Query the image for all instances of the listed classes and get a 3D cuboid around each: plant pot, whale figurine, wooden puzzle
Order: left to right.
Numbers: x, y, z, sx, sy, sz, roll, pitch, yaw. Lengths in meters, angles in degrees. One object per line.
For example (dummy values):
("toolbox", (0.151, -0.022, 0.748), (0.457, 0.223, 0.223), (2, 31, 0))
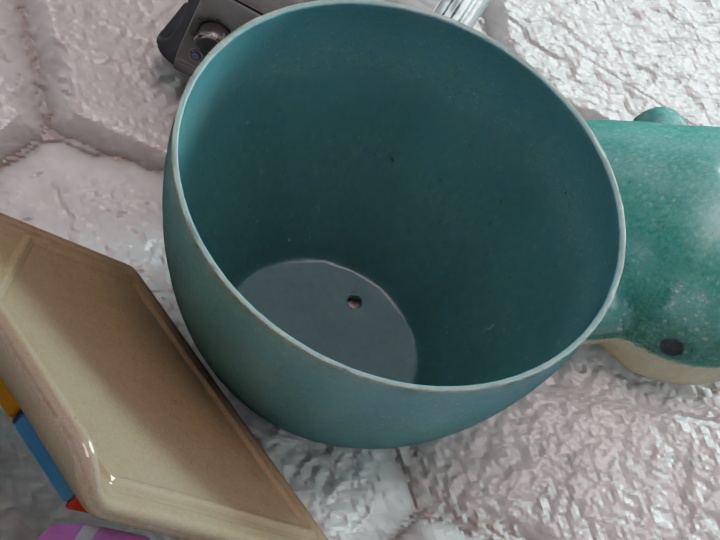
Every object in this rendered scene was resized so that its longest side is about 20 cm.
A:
("wooden puzzle", (-0.103, 0.046, 0.893), (0.037, 0.200, 0.185), (-43, 58, 8))
("plant pot", (0.000, 0.000, 0.987), (0.199, 0.135, 0.201), (9, 54, -13))
("whale figurine", (0.129, -0.034, 1.077), (0.200, 0.104, 0.159), (30, 52, 2))

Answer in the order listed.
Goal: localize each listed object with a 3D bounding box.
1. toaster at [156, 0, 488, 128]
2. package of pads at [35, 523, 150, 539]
("toaster", (-0.001, -0.151, 1.109), (0.129, 0.114, 0.200), (33, 50, -1))
("package of pads", (-0.116, 0.204, 0.812), (0.121, 0.076, 0.200), (59, 44, -31))
